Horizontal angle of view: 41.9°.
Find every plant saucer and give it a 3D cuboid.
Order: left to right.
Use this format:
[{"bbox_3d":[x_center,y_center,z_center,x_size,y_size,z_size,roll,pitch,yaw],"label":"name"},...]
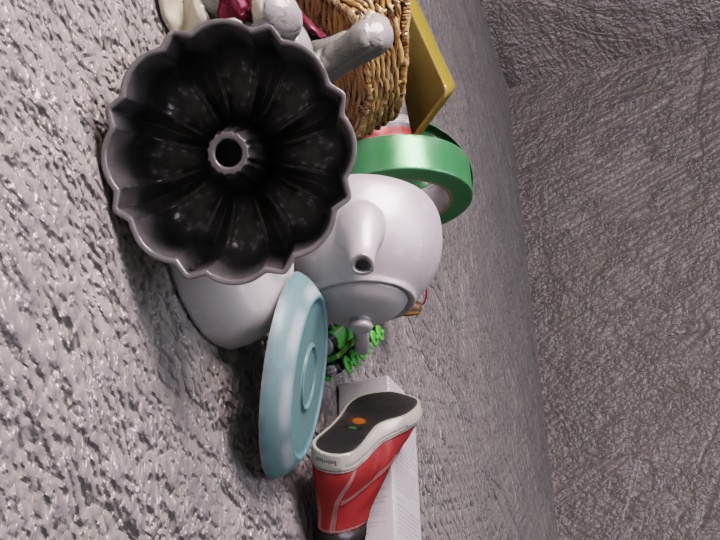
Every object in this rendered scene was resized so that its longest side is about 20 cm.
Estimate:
[{"bbox_3d":[-0.060,0.103,0.918,0.200,0.027,0.203,7,90,-81],"label":"plant saucer"},{"bbox_3d":[0.061,-0.277,1.350,0.200,0.048,0.202,-49,-123,53],"label":"plant saucer"}]

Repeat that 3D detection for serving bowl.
[{"bbox_3d":[-0.109,-0.030,0.882,0.200,0.065,0.202,-11,90,-74],"label":"serving bowl"}]

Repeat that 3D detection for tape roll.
[{"bbox_3d":[0.041,-0.103,1.190,0.200,0.198,0.049,43,39,-63],"label":"tape roll"}]

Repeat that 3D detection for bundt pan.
[{"bbox_3d":[-0.100,-0.092,0.753,0.076,0.200,0.204,-67,145,-85],"label":"bundt pan"}]

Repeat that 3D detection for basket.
[{"bbox_3d":[0.016,-0.270,1.115,0.143,0.148,0.201,41,-31,27],"label":"basket"}]

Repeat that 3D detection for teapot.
[{"bbox_3d":[0.000,0.000,1.027,0.199,0.196,0.148,22,58,-41],"label":"teapot"}]

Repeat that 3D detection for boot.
[{"bbox_3d":[0.006,0.225,1.036,0.200,0.072,0.146,-28,123,-57],"label":"boot"}]

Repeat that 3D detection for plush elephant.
[{"bbox_3d":[-0.093,-0.234,0.870,0.164,0.200,0.156,-9,73,-42],"label":"plush elephant"}]

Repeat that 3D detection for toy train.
[{"bbox_3d":[-0.013,0.086,1.172,0.057,0.041,0.200,68,17,-3],"label":"toy train"}]

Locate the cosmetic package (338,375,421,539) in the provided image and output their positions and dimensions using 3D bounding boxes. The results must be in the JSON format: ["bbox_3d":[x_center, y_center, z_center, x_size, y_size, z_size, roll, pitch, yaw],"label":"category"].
[{"bbox_3d":[0.023,0.242,1.131,0.102,0.071,0.202,52,31,-54],"label":"cosmetic package"}]

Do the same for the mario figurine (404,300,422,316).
[{"bbox_3d":[0.059,-0.035,1.355,0.106,0.122,0.202,-6,89,-61],"label":"mario figurine"}]

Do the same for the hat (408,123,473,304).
[{"bbox_3d":[0.070,-0.102,1.395,0.176,0.199,0.166,-55,175,-45],"label":"hat"}]

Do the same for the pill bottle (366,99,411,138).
[{"bbox_3d":[0.000,-0.259,1.299,0.116,0.115,0.202,-4,84,-73],"label":"pill bottle"}]
